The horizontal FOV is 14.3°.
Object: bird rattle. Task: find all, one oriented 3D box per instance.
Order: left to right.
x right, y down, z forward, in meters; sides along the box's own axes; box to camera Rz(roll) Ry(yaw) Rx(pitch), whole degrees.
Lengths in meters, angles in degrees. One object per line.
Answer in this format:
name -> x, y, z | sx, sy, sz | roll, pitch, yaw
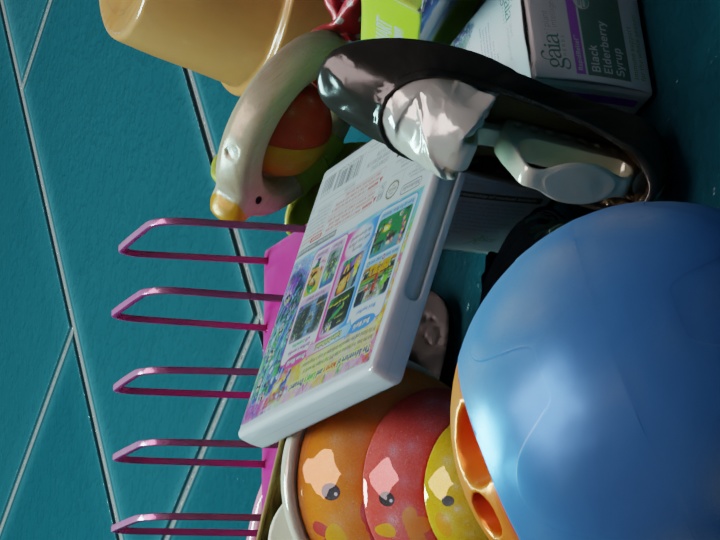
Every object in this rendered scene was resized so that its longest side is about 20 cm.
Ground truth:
bird rattle -> -0.029, -0.103, 1.874 | 0.113, 0.163, 0.200 | 39, 127, 14

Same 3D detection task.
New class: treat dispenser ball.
treat dispenser ball -> 0.142, 0.068, 1.350 | 0.201, 0.200, 0.202 | -174, 90, -68

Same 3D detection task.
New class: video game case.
video game case -> 0.000, 0.000, 1.656 | 0.200, 0.024, 0.183 | -30, 39, 62

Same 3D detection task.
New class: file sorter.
file sorter -> -0.093, 0.072, 1.860 | 0.139, 0.125, 0.201 | 150, 121, -71

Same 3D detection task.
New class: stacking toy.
stacking toy -> 0.062, 0.122, 1.663 | 0.200, 0.146, 0.147 | -3, 82, 51

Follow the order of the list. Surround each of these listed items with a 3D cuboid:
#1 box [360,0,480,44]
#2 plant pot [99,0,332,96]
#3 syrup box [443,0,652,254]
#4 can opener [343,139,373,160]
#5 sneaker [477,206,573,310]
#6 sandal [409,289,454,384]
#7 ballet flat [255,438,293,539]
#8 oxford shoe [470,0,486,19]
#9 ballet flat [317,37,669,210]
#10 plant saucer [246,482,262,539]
box -> 0.047, -0.181, 1.688 | 0.122, 0.048, 0.200 | -58, -7, -13
plant pot -> -0.105, -0.228, 2.096 | 0.200, 0.140, 0.201 | -173, 90, -67
syrup box -> 0.087, -0.091, 1.675 | 0.200, 0.081, 0.079 | 132, 138, -52
can opener -> -0.004, -0.014, 1.897 | 0.067, 0.053, 0.200 | 54, 142, 17
sneaker -> 0.109, -0.008, 1.619 | 0.200, 0.074, 0.088 | 138, 138, -60
sandal -> 0.018, 0.107, 1.800 | 0.045, 0.075, 0.201 | 27, -114, -69
ballet flat -> -0.024, 0.125, 1.753 | 0.063, 0.068, 0.201 | 58, -139, -68
oxford shoe -> 0.097, -0.177, 1.676 | 0.200, 0.074, 0.071 | 131, 134, -57
ballet flat -> 0.074, -0.076, 1.547 | 0.068, 0.199, 0.068 | -90, 15, -59
plant saucer -> -0.023, 0.211, 1.911 | 0.200, 0.051, 0.201 | -173, 90, -68
